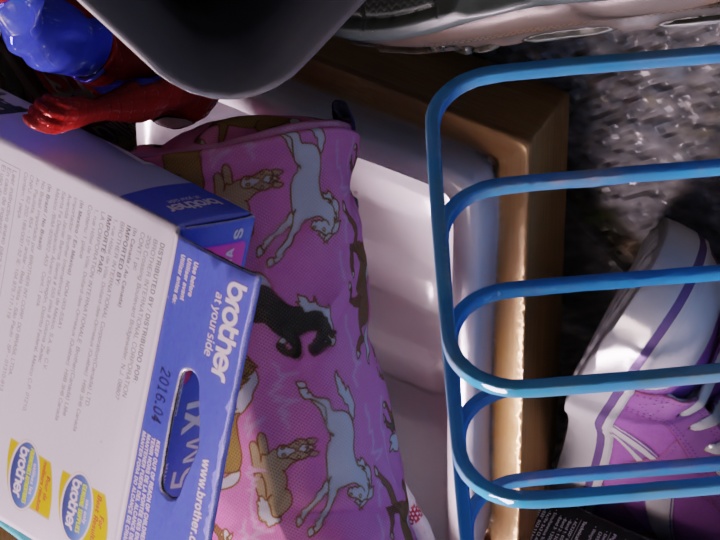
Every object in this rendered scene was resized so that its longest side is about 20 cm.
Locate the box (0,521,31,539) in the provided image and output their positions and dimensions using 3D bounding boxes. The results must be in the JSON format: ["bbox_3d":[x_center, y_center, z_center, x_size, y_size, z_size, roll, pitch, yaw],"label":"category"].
[{"bbox_3d":[-0.140,0.053,1.213,0.200,0.082,0.049,34,179,24],"label":"box"}]

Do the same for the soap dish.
[{"bbox_3d":[0.000,0.000,1.064,0.157,0.081,0.200,22,135,26],"label":"soap dish"}]

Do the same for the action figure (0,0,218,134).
[{"bbox_3d":[-0.094,-0.073,0.896,0.065,0.052,0.200,46,-168,25],"label":"action figure"}]

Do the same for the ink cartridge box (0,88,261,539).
[{"bbox_3d":[-0.102,0.015,0.926,0.200,0.042,0.120,27,115,36],"label":"ink cartridge box"}]

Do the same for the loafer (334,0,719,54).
[{"bbox_3d":[0.049,-0.092,0.918,0.200,0.072,0.063,1,155,44],"label":"loafer"}]

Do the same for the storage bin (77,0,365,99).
[{"bbox_3d":[-0.070,-0.166,0.887,0.200,0.146,0.134,43,180,-15],"label":"storage bin"}]

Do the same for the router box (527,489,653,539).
[{"bbox_3d":[0.087,0.135,1.188,0.157,0.052,0.200,21,169,28],"label":"router box"}]

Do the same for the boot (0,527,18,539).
[{"bbox_3d":[-0.094,0.073,1.254,0.200,0.155,0.074,8,144,45],"label":"boot"}]

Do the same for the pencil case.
[{"bbox_3d":[-0.022,0.051,0.951,0.083,0.086,0.201,-13,87,62],"label":"pencil case"}]

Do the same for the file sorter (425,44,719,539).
[{"bbox_3d":[0.087,0.047,0.895,0.122,0.139,0.200,-5,135,1],"label":"file sorter"}]

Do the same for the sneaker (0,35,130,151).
[{"bbox_3d":[-0.103,-0.040,1.128,0.115,0.076,0.200,13,165,27],"label":"sneaker"}]

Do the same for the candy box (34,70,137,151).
[{"bbox_3d":[-0.134,-0.090,1.185,0.200,0.026,0.102,11,148,41],"label":"candy box"}]

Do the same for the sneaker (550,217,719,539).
[{"bbox_3d":[0.133,0.052,1.056,0.114,0.073,0.201,26,162,11],"label":"sneaker"}]

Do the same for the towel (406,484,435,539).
[{"bbox_3d":[-0.058,0.060,1.077,0.146,0.030,0.200,-15,111,45],"label":"towel"}]
